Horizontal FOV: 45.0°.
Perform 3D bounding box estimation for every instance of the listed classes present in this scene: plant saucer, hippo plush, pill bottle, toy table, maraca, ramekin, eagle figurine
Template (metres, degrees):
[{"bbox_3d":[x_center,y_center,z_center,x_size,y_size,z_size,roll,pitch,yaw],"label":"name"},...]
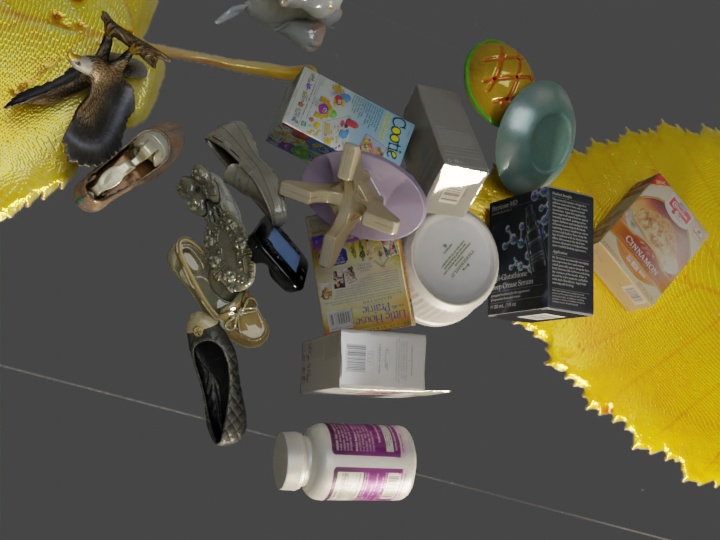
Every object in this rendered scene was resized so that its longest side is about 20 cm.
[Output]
[{"bbox_3d":[0.316,-0.223,1.499,0.200,0.039,0.203,-17,118,-34],"label":"plant saucer"},{"bbox_3d":[-0.103,-0.455,1.364,0.198,0.161,0.161,15,76,-18],"label":"hippo plush"},{"bbox_3d":[-0.026,0.286,1.299,0.198,0.112,0.114,6,79,-20],"label":"pill bottle"},{"bbox_3d":[-0.012,-0.103,1.273,0.198,0.117,0.186,8,108,19],"label":"toy table"},{"bbox_3d":[0.253,-0.305,1.506,0.137,0.107,0.201,-41,105,-20],"label":"maraca"},{"bbox_3d":[0.134,-0.015,1.418,0.200,0.094,0.205,4,79,-20],"label":"ramekin"},{"bbox_3d":[-0.390,-0.265,1.245,0.151,0.152,0.201,35,90,-40],"label":"eagle figurine"}]

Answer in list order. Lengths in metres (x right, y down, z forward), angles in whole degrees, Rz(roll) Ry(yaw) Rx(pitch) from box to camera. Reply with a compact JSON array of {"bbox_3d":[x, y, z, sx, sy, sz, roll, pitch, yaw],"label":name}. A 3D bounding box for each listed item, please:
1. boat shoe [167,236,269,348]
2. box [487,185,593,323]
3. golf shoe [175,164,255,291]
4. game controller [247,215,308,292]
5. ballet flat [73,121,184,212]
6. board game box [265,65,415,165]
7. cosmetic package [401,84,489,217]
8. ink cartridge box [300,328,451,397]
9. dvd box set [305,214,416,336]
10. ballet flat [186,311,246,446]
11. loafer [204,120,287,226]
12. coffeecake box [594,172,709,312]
[{"bbox_3d":[-0.209,0.034,1.296,0.073,0.063,0.201,-39,96,-21],"label":"boat shoe"},{"bbox_3d":[0.299,-0.022,1.444,0.106,0.148,0.202,9,77,-31],"label":"box"},{"bbox_3d":[-0.194,-0.063,1.291,0.078,0.097,0.202,-28,77,18],"label":"golf shoe"},{"bbox_3d":[-0.118,-0.026,1.279,0.104,0.200,0.042,41,100,-9],"label":"game controller"},{"bbox_3d":[-0.333,-0.156,1.278,0.068,0.067,0.200,47,69,-8],"label":"ballet flat"},{"bbox_3d":[-0.033,-0.219,1.383,0.199,0.103,0.106,26,73,-15],"label":"board game box"},{"bbox_3d":[0.127,-0.194,1.394,0.089,0.107,0.201,7,47,-18],"label":"cosmetic package"},{"bbox_3d":[0.020,0.143,1.291,0.174,0.200,0.085,6,78,-19],"label":"ink cartridge box"},{"bbox_3d":[0.000,0.000,1.359,0.145,0.029,0.202,-12,84,15],"label":"dvd box set"},{"bbox_3d":[-0.211,0.157,1.271,0.066,0.057,0.202,-18,88,19],"label":"ballet flat"},{"bbox_3d":[-0.172,-0.142,1.311,0.069,0.070,0.201,-23,60,-19],"label":"loafer"},{"bbox_3d":[0.516,-0.051,1.581,0.200,0.073,0.154,-44,97,-22],"label":"coffeecake box"}]
